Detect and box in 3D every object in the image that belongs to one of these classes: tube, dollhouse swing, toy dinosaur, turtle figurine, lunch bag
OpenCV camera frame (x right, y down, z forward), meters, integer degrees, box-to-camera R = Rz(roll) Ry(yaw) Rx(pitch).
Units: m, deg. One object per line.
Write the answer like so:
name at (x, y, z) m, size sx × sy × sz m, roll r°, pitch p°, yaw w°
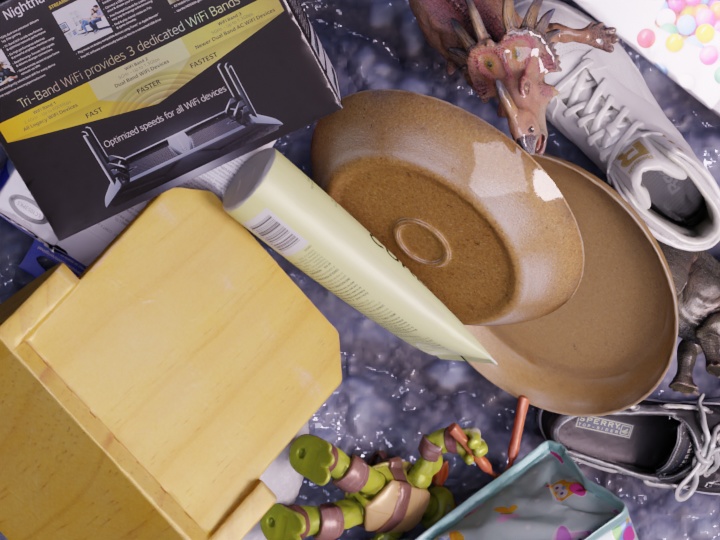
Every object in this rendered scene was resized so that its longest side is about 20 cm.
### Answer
tube at (0.000, 0.000, 1.577) m, size 0.200 × 0.058 × 0.052 m, roll 40°, pitch 115°, yaw -21°
dollhouse swing at (-0.145, 0.077, 1.571) m, size 0.200 × 0.176 × 0.181 m, roll 47°, pitch 136°, yaw -12°
toy dinosaur at (0.071, -0.156, 1.544) m, size 0.200 × 0.135 × 0.086 m, roll 37°, pitch 102°, yaw 25°
turtle figurine at (0.017, 0.147, 1.666) m, size 0.161 × 0.065 × 0.201 m, roll 13°, pitch 121°, yaw -43°
lunch bag at (0.098, 0.243, 1.654) m, size 0.199 × 0.122 × 0.171 m, roll -35°, pitch 128°, yaw -10°
toy dinosaur at (0.216, 0.017, 1.670) m, size 0.199 × 0.077 × 0.103 m, roll 22°, pitch 64°, yaw -1°

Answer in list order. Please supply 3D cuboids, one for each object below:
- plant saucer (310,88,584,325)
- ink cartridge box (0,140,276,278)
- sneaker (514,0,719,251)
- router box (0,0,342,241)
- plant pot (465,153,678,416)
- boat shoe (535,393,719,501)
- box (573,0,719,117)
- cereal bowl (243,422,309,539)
plant saucer at (0.047, -0.028, 1.578) m, size 0.200 × 0.200 × 0.036 m, roll 45°, pitch 55°, yaw -15°
ink cartridge box at (-0.149, -0.068, 1.593) m, size 0.136 × 0.076 × 0.201 m, roll 32°, pitch 97°, yaw -12°
sneaker at (0.168, -0.097, 1.606) m, size 0.074 × 0.116 × 0.200 m, roll -44°, pitch 104°, yaw 8°
router box at (-0.132, -0.129, 1.486) m, size 0.199 × 0.052 × 0.158 m, roll -24°, pitch 119°, yaw 7°
plant pot at (0.124, 0.004, 1.618) m, size 0.199 × 0.027 × 0.201 m, roll 20°, pitch 129°, yaw 26°
boat shoe at (0.221, 0.119, 1.694) m, size 0.198 × 0.068 × 0.074 m, roll 16°, pitch 103°, yaw -11°
box at (0.246, -0.194, 1.629) m, size 0.200 × 0.041 × 0.156 m, roll 37°, pitch 97°, yaw -13°
cereal bowl at (-0.130, 0.122, 1.645) m, size 0.198 × 0.083 × 0.202 m, roll -2°, pitch 106°, yaw -7°
